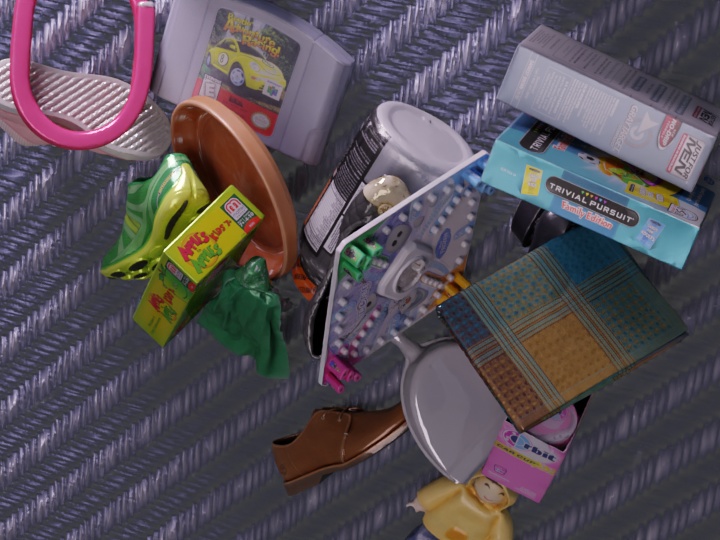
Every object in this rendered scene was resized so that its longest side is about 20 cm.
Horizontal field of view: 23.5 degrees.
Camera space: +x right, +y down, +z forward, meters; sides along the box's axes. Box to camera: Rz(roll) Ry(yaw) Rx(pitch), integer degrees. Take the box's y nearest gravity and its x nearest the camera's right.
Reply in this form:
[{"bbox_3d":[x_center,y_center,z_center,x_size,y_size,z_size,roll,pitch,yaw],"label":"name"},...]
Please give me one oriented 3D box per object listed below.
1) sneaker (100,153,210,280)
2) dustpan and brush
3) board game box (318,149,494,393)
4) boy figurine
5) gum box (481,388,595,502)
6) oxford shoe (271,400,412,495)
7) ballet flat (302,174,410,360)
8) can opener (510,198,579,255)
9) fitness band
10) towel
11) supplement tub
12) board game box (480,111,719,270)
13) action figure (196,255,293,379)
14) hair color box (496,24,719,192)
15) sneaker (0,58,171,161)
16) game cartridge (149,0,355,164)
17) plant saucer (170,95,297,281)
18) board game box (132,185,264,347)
[{"bbox_3d":[-0.214,-0.053,1.818,0.200,0.074,0.084,-44,52,45],"label":"sneaker"},{"bbox_3d":[0.075,0.102,1.773,0.200,0.057,0.140,44,86,0],"label":"dustpan and brush"},{"bbox_3d":[0.047,0.005,1.645,0.026,0.199,0.201,39,144,25],"label":"board game box"},{"bbox_3d":[0.111,0.270,1.825,0.124,0.064,0.200,42,120,4],"label":"boy figurine"},{"bbox_3d":[0.193,0.106,1.654,0.066,0.201,0.114,26,148,8],"label":"gum box"},{"bbox_3d":[-0.015,0.171,1.832,0.199,0.071,0.072,-28,90,25],"label":"oxford shoe"},{"bbox_3d":[0.000,0.000,1.635,0.066,0.057,0.201,19,118,-9],"label":"ballet flat"},{"bbox_3d":[0.174,0.004,1.707,0.079,0.063,0.202,44,118,50],"label":"can opener"},{"bbox_3d":[-0.281,-0.222,1.747,0.142,0.037,0.202,4,89,-15],"label":"fitness band"},{"bbox_3d":[0.186,0.048,1.603,0.147,0.199,0.022,55,158,17],"label":"towel"},{"bbox_3d":[0.019,-0.055,1.707,0.122,0.123,0.201,34,117,5],"label":"supplement tub"},{"bbox_3d":[0.226,-0.083,1.606,0.199,0.151,0.047,25,114,9],"label":"board game box"},{"bbox_3d":[-0.111,0.037,1.766,0.117,0.055,0.200,27,156,5],"label":"action figure"},{"bbox_3d":[0.235,-0.153,1.607,0.199,0.099,0.061,26,115,9],"label":"hair color box"},{"bbox_3d":[-0.300,-0.162,1.818,0.198,0.105,0.076,18,74,-14],"label":"sneaker"},{"bbox_3d":[-0.110,-0.205,1.748,0.199,0.041,0.134,24,111,10],"label":"game cartridge"},{"bbox_3d":[-0.123,-0.085,1.742,0.200,0.032,0.201,44,152,31],"label":"plant saucer"},{"bbox_3d":[-0.166,-0.001,1.748,0.048,0.102,0.200,43,154,3],"label":"board game box"}]
